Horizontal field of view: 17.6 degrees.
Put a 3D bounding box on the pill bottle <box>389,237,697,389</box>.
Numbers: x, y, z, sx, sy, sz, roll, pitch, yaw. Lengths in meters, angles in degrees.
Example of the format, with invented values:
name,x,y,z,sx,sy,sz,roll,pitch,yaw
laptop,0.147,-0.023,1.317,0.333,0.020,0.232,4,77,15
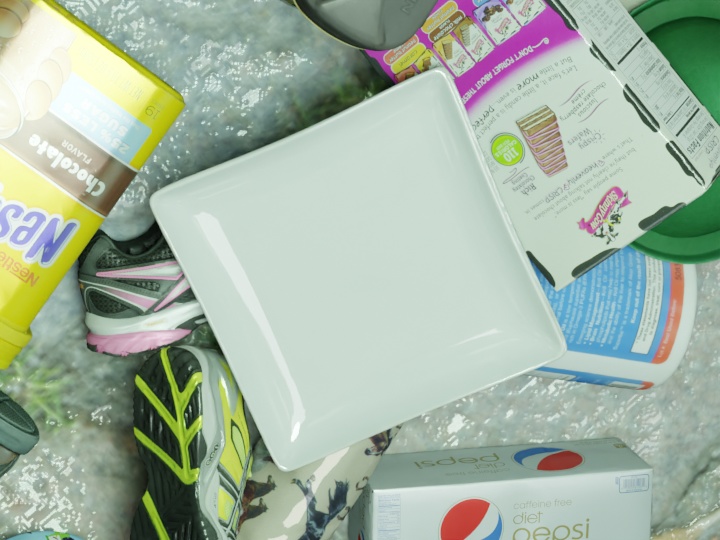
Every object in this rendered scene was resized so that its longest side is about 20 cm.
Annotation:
name,x,y,z,sx,sy,sz,roll,pitch,yaw
pill bottle,0.108,0.011,1.506,0.198,0.112,0.113,9,102,-19

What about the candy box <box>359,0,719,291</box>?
name,x,y,z,sx,sy,sz,roll,pitch,yaw
candy box,0.111,-0.105,1.394,0.200,0.061,0.136,51,131,-4

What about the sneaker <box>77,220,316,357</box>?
name,x,y,z,sx,sy,sz,roll,pitch,yaw
sneaker,-0.087,-0.013,1.470,0.199,0.080,0.087,-19,103,-12

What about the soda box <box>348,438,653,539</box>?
name,x,y,z,sx,sy,sz,roll,pitch,yaw
soda box,0.095,0.159,1.568,0.198,0.068,0.064,-2,106,-14

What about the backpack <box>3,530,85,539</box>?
name,x,y,z,sx,sy,sz,roll,pitch,yaw
backpack,-0.202,0.279,1.489,0.182,0.135,0.201,-27,107,-7

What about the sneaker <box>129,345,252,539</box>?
name,x,y,z,sx,sy,sz,roll,pitch,yaw
sneaker,-0.098,0.147,1.466,0.076,0.075,0.202,-5,102,-53

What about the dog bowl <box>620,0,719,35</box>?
name,x,y,z,sx,sy,sz,roll,pitch,yaw
dog bowl,0.183,-0.188,1.493,0.198,0.079,0.202,-4,105,-14

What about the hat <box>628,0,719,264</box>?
name,x,y,z,sx,sy,sz,roll,pitch,yaw
hat,0.234,-0.088,1.391,0.165,0.176,0.201,-18,105,-14

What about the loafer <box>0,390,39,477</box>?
name,x,y,z,sx,sy,sz,roll,pitch,yaw
loafer,-0.293,0.071,1.443,0.200,0.072,0.063,38,99,-22

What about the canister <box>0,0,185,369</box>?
name,x,y,z,sx,sy,sz,roll,pitch,yaw
canister,-0.218,-0.064,1.415,0.148,0.087,0.201,35,92,-16

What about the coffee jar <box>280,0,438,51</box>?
name,x,y,z,sx,sy,sz,roll,pitch,yaw
coffee jar,-0.007,-0.194,1.375,0.085,0.200,0.105,30,95,-20

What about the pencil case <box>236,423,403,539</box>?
name,x,y,z,sx,sy,sz,roll,pitch,yaw
pencil case,-0.038,0.126,1.520,0.078,0.089,0.201,24,99,-48

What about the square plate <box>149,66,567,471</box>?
name,x,y,z,sx,sy,sz,roll,pitch,yaw
square plate,0.000,0.000,1.421,0.199,0.028,0.199,-23,106,8
